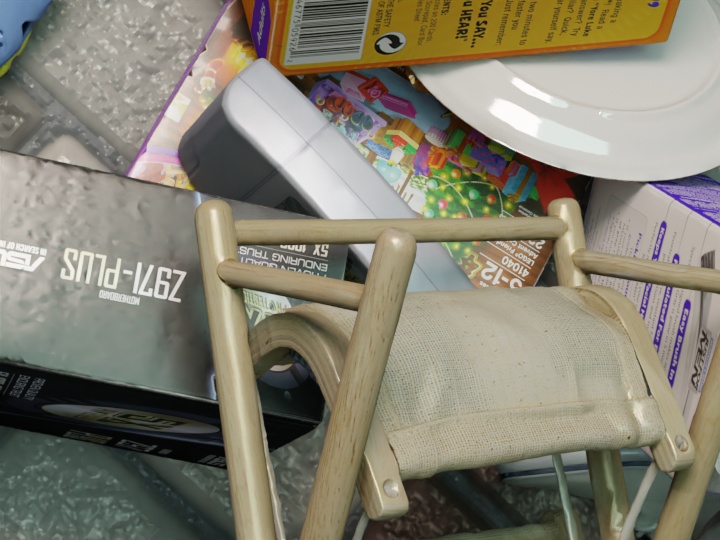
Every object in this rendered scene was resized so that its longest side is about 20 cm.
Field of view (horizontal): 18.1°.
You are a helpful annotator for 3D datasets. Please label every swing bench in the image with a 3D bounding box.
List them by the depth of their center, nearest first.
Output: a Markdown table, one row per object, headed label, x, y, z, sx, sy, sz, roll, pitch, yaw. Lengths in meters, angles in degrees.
| label | x | y | z | sx | sy | sz | roll | pitch | yaw |
| --- | --- | --- | --- | --- | --- | --- | --- | --- | --- |
| swing bench | 0.046 | 0.077 | 0.866 | 0.198 | 0.129 | 0.202 | -1 | 97 | -38 |

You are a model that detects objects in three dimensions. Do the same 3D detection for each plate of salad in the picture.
| label | x | y | z | sx | sy | sz | roll | pitch | yaw |
| --- | --- | --- | --- | --- | --- | --- | --- | --- | --- |
| plate of salad | 0.103 | -0.109 | 1.104 | 0.199 | 0.048 | 0.201 | 10 | 45 | -10 |

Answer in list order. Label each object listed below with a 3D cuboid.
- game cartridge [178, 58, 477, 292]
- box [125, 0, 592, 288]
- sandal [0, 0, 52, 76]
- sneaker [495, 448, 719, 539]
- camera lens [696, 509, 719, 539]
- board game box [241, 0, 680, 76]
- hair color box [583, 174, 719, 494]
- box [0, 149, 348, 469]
| label | x | y | z | sx | sy | sz | roll | pitch | yaw |
| --- | --- | --- | --- | --- | --- | --- | --- | --- | --- |
| game cartridge | 0.000 | 0.000 | 1.006 | 0.041 | 0.133 | 0.200 | -42 | 93 | -20 |
| box | -0.001 | -0.043 | 1.100 | 0.199 | 0.039 | 0.137 | 31 | 77 | -7 |
| sandal | -0.158 | -0.157 | 1.058 | 0.079 | 0.087 | 0.200 | 43 | 77 | -6 |
| sneaker | 0.161 | 0.111 | 1.098 | 0.198 | 0.073 | 0.071 | 5 | 82 | -11 |
| camera lens | 0.229 | 0.195 | 0.996 | 0.159 | 0.160 | 0.201 | 7 | 58 | -12 |
| board game box | 0.041 | -0.234 | 1.021 | 0.198 | 0.201 | 0.201 | -6 | 53 | -14 |
| hair color box | 0.153 | 0.022 | 1.030 | 0.064 | 0.200 | 0.110 | 10 | 101 | -12 |
| box | -0.108 | 0.023 | 0.982 | 0.163 | 0.200 | 0.087 | 12 | 77 | -12 |
